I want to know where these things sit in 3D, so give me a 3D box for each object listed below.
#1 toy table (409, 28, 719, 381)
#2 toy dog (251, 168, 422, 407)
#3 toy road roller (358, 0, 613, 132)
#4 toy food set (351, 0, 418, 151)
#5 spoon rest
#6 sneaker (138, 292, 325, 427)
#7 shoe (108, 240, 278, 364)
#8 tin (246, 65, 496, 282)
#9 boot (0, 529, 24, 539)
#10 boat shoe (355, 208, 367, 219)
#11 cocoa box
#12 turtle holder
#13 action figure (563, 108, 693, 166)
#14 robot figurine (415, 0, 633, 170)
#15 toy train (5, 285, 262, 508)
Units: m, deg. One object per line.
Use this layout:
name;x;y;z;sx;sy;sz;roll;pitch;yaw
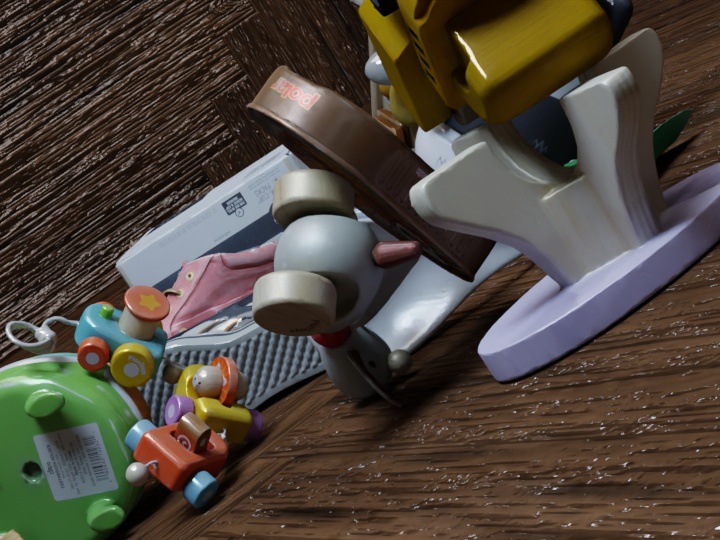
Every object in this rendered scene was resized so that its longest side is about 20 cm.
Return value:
toy table;0.124;-0.042;1.150;0.200;0.118;0.183;-38;9;-35
toy dog;0.005;0.015;1.221;0.095;0.133;0.200;1;-6;16
toy road roller;0.079;-0.139;1.168;0.122;0.147;0.200;-32;-30;-2
toy food set;0.020;-0.131;1.727;0.060;0.202;0.143;-11;23;-21
spoon rest;0.044;-0.002;1.365;0.199;0.100;0.060;-24;8;-27
sneaker;-0.092;0.066;1.527;0.198;0.079;0.079;-21;15;10
shoe;-0.146;0.040;1.636;0.198;0.092;0.071;-16;2;-8
tin;0.011;-0.058;1.234;0.042;0.200;0.112;-52;46;-1
boot;-0.305;0.248;1.352;0.199;0.066;0.175;-37;20;-15
boat shoe;-0.036;0.009;1.703;0.202;0.075;0.086;-41;0;24
cocoa box;-0.096;-0.016;1.842;0.199;0.132;0.133;-31;8;16
turtle holder;-0.228;0.136;1.441;0.185;0.141;0.132;-44;5;22
action figure;0.153;-0.061;1.382;0.118;0.055;0.200;-36;6;29
robot figurine;0.122;-0.133;1.519;0.201;0.149;0.125;-62;-3;12
toy train;-0.140;0.072;1.367;0.150;0.200;0.056;-6;-50;-55
